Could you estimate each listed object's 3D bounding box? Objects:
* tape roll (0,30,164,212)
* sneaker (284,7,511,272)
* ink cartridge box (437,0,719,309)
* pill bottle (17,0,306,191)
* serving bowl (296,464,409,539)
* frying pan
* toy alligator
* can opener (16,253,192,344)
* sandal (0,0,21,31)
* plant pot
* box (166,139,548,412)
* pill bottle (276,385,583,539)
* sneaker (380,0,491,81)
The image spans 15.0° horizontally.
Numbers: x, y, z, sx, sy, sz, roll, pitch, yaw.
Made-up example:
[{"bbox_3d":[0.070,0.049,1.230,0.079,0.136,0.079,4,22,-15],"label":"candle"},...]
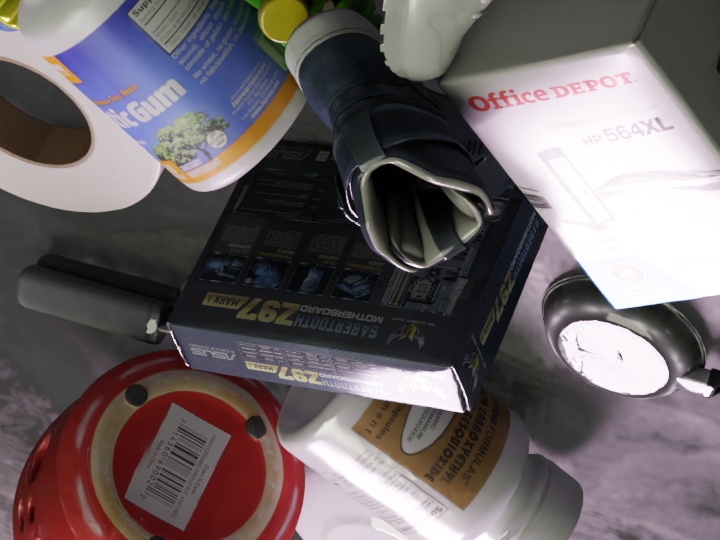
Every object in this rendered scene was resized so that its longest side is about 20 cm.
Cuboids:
[{"bbox_3d":[-0.215,-0.117,1.789,0.202,0.037,0.203,18,147,12],"label":"tape roll"},{"bbox_3d":[0.045,-0.051,1.572,0.077,0.147,0.202,-40,142,16],"label":"sneaker"},{"bbox_3d":[0.160,-0.079,1.545,0.146,0.085,0.200,-9,134,42],"label":"ink cartridge box"},{"bbox_3d":[-0.131,-0.149,1.618,0.200,0.112,0.112,42,144,-24],"label":"pill bottle"},{"bbox_3d":[0.025,0.186,2.023,0.199,0.066,0.201,17,146,12],"label":"serving bowl"},{"bbox_3d":[0.198,0.068,1.779,0.190,0.031,0.115,36,147,-10],"label":"frying pan"},{"bbox_3d":[-0.044,-0.169,1.589,0.054,0.059,0.200,-43,114,13],"label":"toy alligator"},{"bbox_3d":[-0.145,0.014,1.926,0.199,0.053,0.067,15,114,17],"label":"can opener"},{"bbox_3d":[-0.253,-0.226,1.636,0.087,0.080,0.200,3,136,46],"label":"sandal"},{"bbox_3d":[-0.137,0.164,1.955,0.200,0.201,0.182,30,157,-7],"label":"plant pot"},{"bbox_3d":[0.000,0.000,1.696,0.199,0.158,0.051,7,143,25],"label":"box"},{"bbox_3d":[0.051,0.127,1.877,0.200,0.115,0.114,37,145,-17],"label":"pill bottle"},{"bbox_3d":[0.062,-0.178,1.458,0.080,0.077,0.201,15,132,3],"label":"sneaker"}]
